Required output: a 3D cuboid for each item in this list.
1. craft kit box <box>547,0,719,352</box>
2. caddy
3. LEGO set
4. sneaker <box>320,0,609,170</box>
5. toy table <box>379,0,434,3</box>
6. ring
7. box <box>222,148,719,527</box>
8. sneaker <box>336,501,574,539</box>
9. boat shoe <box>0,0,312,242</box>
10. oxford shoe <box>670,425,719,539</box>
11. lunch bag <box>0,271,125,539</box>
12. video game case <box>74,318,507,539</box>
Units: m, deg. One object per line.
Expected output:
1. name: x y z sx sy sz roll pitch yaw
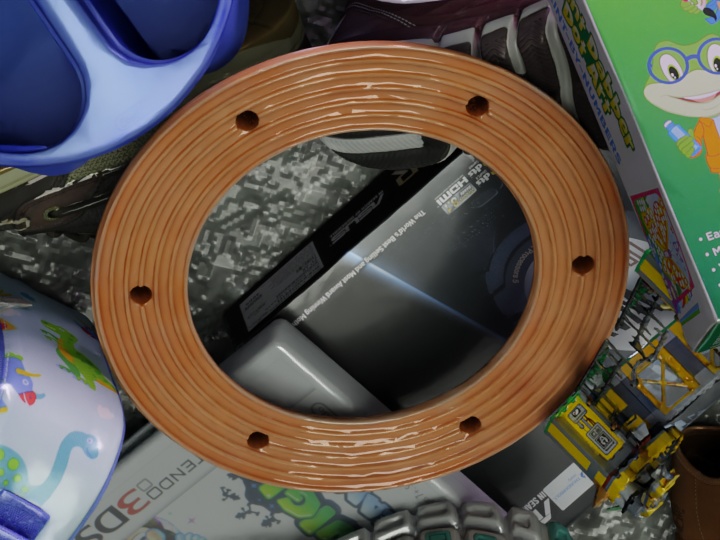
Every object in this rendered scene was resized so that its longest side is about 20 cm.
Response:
1. craft kit box: 0.168 -0.097 0.910 0.200 0.049 0.198 -19 73 -10
2. caddy: -0.126 -0.126 0.952 0.141 0.105 0.200 -35 80 1
3. LEGO set: 0.166 0.035 0.993 0.154 0.200 0.116 -34 73 -34
4. sneaker: 0.080 -0.102 1.018 0.200 0.116 0.076 -1 134 14
5. toy table: 0.039 -0.202 0.985 0.200 0.117 0.184 -45 111 7
6. ring: 0.000 0.000 1.006 0.200 0.019 0.200 -4 124 -6
7. box: 0.070 0.014 1.109 0.200 0.044 0.160 -40 112 6
8. sneaker: 0.009 0.151 1.080 0.200 0.078 0.091 -9 133 16
9. boat shoe: -0.106 -0.041 1.040 0.201 0.072 0.066 -26 120 4
10. oxford shoe: 0.197 0.100 1.092 0.071 0.200 0.071 -28 112 -36
11. lunch bag: -0.171 0.101 1.034 0.082 0.161 0.200 29 103 -21
12. video game case: -0.026 0.136 1.118 0.182 0.024 0.200 -39 112 24
